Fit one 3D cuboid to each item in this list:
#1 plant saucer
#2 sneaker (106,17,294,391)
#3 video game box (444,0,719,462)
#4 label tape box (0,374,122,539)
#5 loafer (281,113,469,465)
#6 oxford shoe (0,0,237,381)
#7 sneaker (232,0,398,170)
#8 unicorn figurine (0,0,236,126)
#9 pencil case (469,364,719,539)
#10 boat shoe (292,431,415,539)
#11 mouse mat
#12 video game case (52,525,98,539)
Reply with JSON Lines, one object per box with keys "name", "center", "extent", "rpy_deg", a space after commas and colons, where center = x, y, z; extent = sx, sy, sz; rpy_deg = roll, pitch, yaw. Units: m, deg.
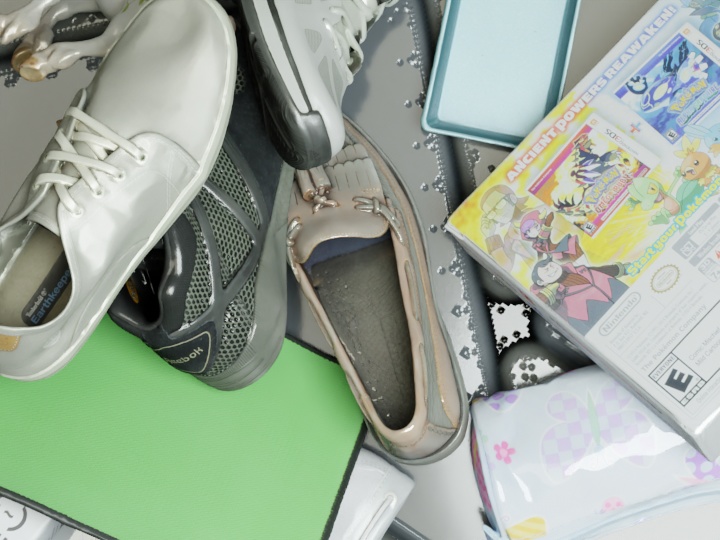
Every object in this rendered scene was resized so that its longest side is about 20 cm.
{"name": "plant saucer", "center": [0.084, -0.164, 1.292], "extent": [0.070, 0.019, 0.201], "rpy_deg": [11, 90, 2]}
{"name": "sneaker", "center": [-0.091, -0.050, 1.227], "extent": [0.076, 0.114, 0.200], "rpy_deg": [-15, 63, 33]}
{"name": "video game box", "center": [0.172, -0.036, 1.227], "extent": [0.200, 0.047, 0.182], "rpy_deg": [-45, 60, -4]}
{"name": "label tape box", "center": [-0.231, 0.118, 1.220], "extent": [0.143, 0.066, 0.200], "rpy_deg": [35, 68, 2]}
{"name": "loafer", "center": [0.000, 0.000, 1.250], "extent": [0.072, 0.063, 0.201], "rpy_deg": [-25, 76, 9]}
{"name": "oxford shoe", "center": [-0.120, -0.042, 1.142], "extent": [0.075, 0.058, 0.201], "rpy_deg": [28, 85, 25]}
{"name": "sneaker", "center": [-0.005, -0.139, 1.229], "extent": [0.115, 0.076, 0.201], "rpy_deg": [-12, 49, -3]}
{"name": "unicorn figurine", "center": [-0.123, -0.146, 1.258], "extent": [0.137, 0.074, 0.200], "rpy_deg": [-37, 59, -4]}
{"name": "pencil case", "center": [0.153, 0.085, 1.251], "extent": [0.199, 0.083, 0.091], "rpy_deg": [-13, 73, 2]}
{"name": "boat shoe", "center": [-0.033, 0.184, 1.266], "extent": [0.068, 0.072, 0.201], "rpy_deg": [24, 80, 5]}
{"name": "mouse mat", "center": [-0.098, 0.072, 1.227], "extent": [0.199, 0.008, 0.161], "rpy_deg": [26, 50, -5]}
{"name": "video game case", "center": [-0.173, 0.068, 1.291], "extent": [0.199, 0.023, 0.183], "rpy_deg": [-10, 89, 2]}
